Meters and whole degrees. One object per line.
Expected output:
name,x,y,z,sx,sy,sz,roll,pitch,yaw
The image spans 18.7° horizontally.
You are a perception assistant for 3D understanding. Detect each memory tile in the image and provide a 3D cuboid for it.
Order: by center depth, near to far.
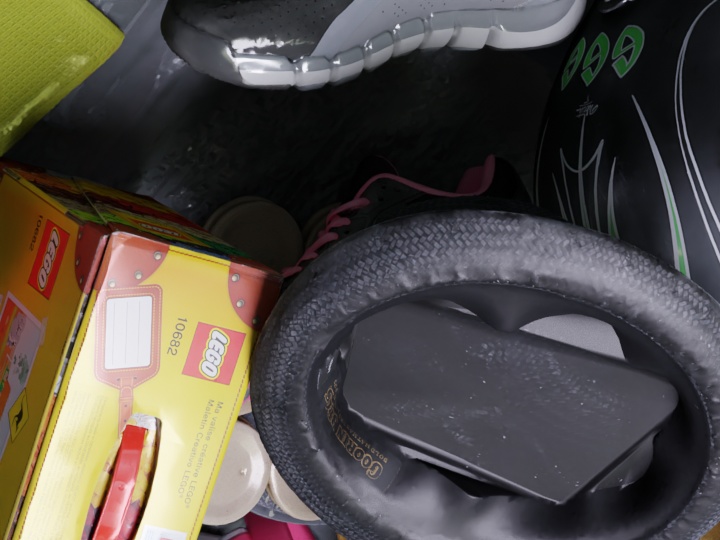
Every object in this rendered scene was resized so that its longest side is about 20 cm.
memory tile,0.005,0.043,1.031,0.199,0.017,0.154,3,99,-30

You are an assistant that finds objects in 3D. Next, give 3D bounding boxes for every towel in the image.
towel,-0.178,-0.112,0.826,0.086,0.018,0.200,-39,138,10

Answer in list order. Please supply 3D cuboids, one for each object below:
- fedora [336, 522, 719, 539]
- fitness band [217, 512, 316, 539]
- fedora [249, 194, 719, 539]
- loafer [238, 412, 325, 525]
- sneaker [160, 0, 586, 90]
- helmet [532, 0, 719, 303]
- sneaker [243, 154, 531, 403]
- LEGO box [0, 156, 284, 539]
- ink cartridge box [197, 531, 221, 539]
fedora,0.080,0.091,0.955,0.200,0.201,0.082,-21,137,-10
fitness band,-0.016,0.196,1.073,0.037,0.200,0.144,-27,142,2
fedora,0.058,0.033,0.852,0.200,0.092,0.201,1,129,1
loafer,-0.021,0.087,1.072,0.199,0.063,0.072,19,91,-32
sneaker,0.013,-0.143,0.875,0.199,0.075,0.116,-13,131,-33
helmet,0.171,-0.032,0.943,0.200,0.200,0.192,15,78,-39
sneaker,0.000,0.000,0.978,0.199,0.096,0.079,-16,176,-27
LEGO box,-0.122,0.070,0.877,0.077,0.149,0.201,16,97,-29
ink cartridge box,-0.135,0.191,1.039,0.200,0.146,0.083,18,123,-40
